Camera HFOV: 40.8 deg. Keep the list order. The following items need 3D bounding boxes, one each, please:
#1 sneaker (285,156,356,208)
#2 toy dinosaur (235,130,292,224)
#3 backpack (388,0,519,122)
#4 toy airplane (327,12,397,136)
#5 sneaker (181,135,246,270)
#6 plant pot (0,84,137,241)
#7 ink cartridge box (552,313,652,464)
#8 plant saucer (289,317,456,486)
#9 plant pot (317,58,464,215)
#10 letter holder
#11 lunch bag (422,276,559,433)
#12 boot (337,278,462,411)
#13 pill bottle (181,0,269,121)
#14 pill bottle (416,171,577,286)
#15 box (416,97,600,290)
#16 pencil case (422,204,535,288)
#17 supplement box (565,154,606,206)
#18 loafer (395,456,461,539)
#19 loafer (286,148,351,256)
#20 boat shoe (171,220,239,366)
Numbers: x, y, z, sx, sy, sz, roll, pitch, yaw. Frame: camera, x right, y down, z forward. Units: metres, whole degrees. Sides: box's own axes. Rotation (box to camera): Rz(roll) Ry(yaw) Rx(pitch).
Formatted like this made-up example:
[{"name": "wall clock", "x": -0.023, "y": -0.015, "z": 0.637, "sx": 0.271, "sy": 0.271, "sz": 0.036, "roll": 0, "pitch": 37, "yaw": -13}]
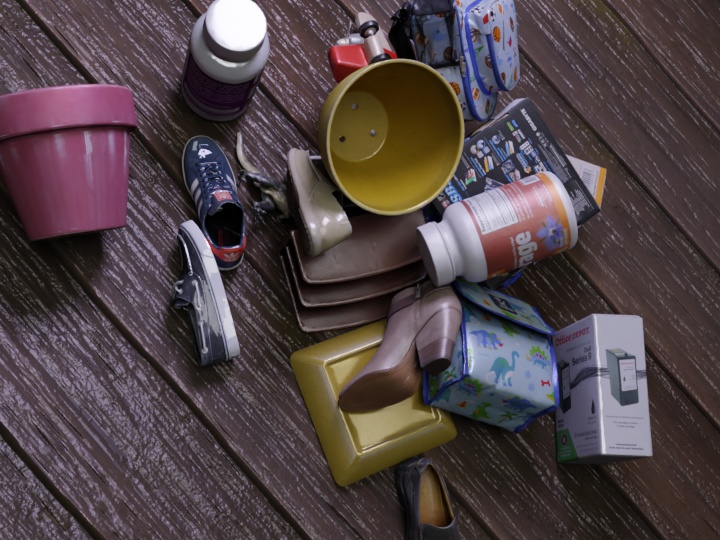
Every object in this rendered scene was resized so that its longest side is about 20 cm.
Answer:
[{"name": "sneaker", "x": -0.011, "y": -0.128, "z": 1.444, "sx": 0.198, "sy": 0.085, "sz": 0.073, "roll": 10, "pitch": 101, "yaw": 5}, {"name": "toy dinosaur", "x": -0.137, "y": -0.116, "z": 1.395, "sx": 0.200, "sy": 0.047, "sz": 0.088, "roll": 48, "pitch": 33, "yaw": 8}, {"name": "backpack", "x": 0.149, "y": -0.307, "z": 1.387, "sx": 0.200, "sy": 0.153, "sz": 0.192, "roll": -43, "pitch": 133, "yaw": -52}, {"name": "toy airplane", "x": 0.035, "y": -0.284, "z": 1.467, "sx": 0.199, "sy": 0.141, "sz": 0.200, "roll": 45, "pitch": 34, "yaw": -15}, {"name": "sneaker", "x": -0.200, "y": -0.105, "z": 1.362, "sx": 0.074, "sy": 0.085, "sz": 0.202, "roll": -14, "pitch": 79, "yaw": -19}, {"name": "plant pot", "x": -0.386, "y": -0.136, "z": 1.272, "sx": 0.198, "sy": 0.200, "sz": 0.181, "roll": -11, "pitch": 94, "yaw": -19}, {"name": "ink cartridge box", "x": 0.348, "y": 0.176, "z": 1.415, "sx": 0.083, "sy": 0.146, "sz": 0.202, "roll": 4, "pitch": 73, "yaw": -14}, {"name": "plant saucer", "x": 0.026, "y": 0.175, "z": 1.372, "sx": 0.199, "sy": 0.048, "sz": 0.201, "roll": -19, "pitch": 81, "yaw": -21}, {"name": "plant pot", "x": 0.021, "y": -0.187, "z": 1.310, "sx": 0.198, "sy": 0.142, "sz": 0.202, "roll": -7, "pitch": 107, "yaw": -23}, {"name": "letter holder", "x": 0.000, "y": 0.000, "z": 1.385, "sx": 0.198, "sy": 0.101, "sz": 0.143, "roll": -13, "pitch": 81, "yaw": -19}, {"name": "lunch bag", "x": 0.186, "y": 0.107, "z": 1.390, "sx": 0.169, "sy": 0.127, "sz": 0.201, "roll": 22, "pitch": 48, "yaw": -23}, {"name": "boot", "x": 0.054, "y": 0.097, "z": 1.330, "sx": 0.070, "sy": 0.199, "sz": 0.147, "roll": 48, "pitch": 27, "yaw": -37}, {"name": "pill bottle", "x": -0.188, "y": -0.297, "z": 1.356, "sx": 0.111, "sy": 0.200, "sz": 0.113, "roll": 4, "pitch": 74, "yaw": -15}, {"name": "pill bottle", "x": 0.181, "y": -0.051, "z": 1.307, "sx": 0.199, "sy": 0.112, "sz": 0.113, "roll": -20, "pitch": 81, "yaw": -4}, {"name": "box", "x": 0.208, "y": -0.109, "z": 1.382, "sx": 0.198, "sy": 0.050, "sz": 0.201, "roll": -37, "pitch": 101, "yaw": 0}, {"name": "pencil case", "x": 0.166, "y": -0.050, "z": 1.455, "sx": 0.199, "sy": 0.078, "sz": 0.087, "roll": 34, "pitch": 26, "yaw": -4}, {"name": "supplement box", "x": 0.255, "y": -0.135, "z": 1.482, "sx": 0.198, "sy": 0.126, "sz": 0.074, "roll": 18, "pitch": 73, "yaw": -10}, {"name": "loafer", "x": 0.101, "y": 0.356, "z": 1.331, "sx": 0.072, "sy": 0.072, "sz": 0.201, "roll": -16, "pitch": 81, "yaw": -21}, {"name": "loafer", "x": -0.059, "y": -0.094, "z": 1.315, "sx": 0.068, "sy": 0.076, "sz": 0.201, "roll": -6, "pitch": 45, "yaw": -12}, {"name": "boat shoe", "x": -0.226, "y": 0.032, "z": 1.329, "sx": 0.067, "sy": 0.072, "sz": 0.202, "roll": -16, "pitch": 87, "yaw": -21}]
